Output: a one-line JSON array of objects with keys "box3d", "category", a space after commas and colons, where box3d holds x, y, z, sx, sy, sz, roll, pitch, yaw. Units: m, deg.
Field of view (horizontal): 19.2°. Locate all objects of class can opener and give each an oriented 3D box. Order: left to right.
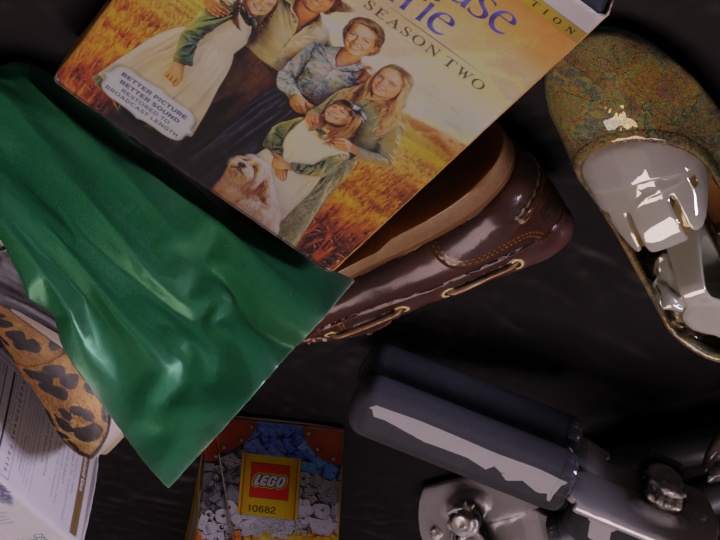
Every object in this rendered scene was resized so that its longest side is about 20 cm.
[{"box3d": [0.086, 0.101, 1.057, 0.199, 0.053, 0.067, 25, 123, -7], "category": "can opener"}, {"box3d": [0.120, 0.122, 1.155, 0.199, 0.053, 0.066, -18, 175, 31], "category": "can opener"}]

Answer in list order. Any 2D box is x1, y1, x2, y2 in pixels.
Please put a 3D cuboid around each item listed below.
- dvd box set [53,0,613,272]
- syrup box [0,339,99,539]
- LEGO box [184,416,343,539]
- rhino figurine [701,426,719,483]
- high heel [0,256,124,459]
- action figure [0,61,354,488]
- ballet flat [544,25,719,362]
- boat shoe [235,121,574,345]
[{"box3d": [-0.015, -0.092, 0.818, 0.146, 0.029, 0.200, 35, 138, -13], "category": "dvd box set"}, {"box3d": [-0.216, 0.069, 1.066, 0.078, 0.082, 0.200, -10, 144, 23], "category": "syrup box"}, {"box3d": [-0.063, 0.195, 1.179, 0.077, 0.149, 0.200, 7, 147, -6], "category": "LEGO box"}, {"box3d": [0.229, 0.064, 1.010, 0.060, 0.088, 0.200, 26, 145, -26], "category": "rhino figurine"}, {"box3d": [-0.157, 0.020, 1.035, 0.142, 0.071, 0.200, 40, 162, 0], "category": "high heel"}, {"box3d": [-0.115, -0.019, 0.896, 0.200, 0.118, 0.055, 44, 163, -3], "category": "action figure"}, {"box3d": [0.135, -0.024, 0.909, 0.070, 0.071, 0.200, -12, 143, 22], "category": "ballet flat"}, {"box3d": [0.000, 0.000, 0.952, 0.199, 0.071, 0.070, -20, 136, 30], "category": "boat shoe"}]
